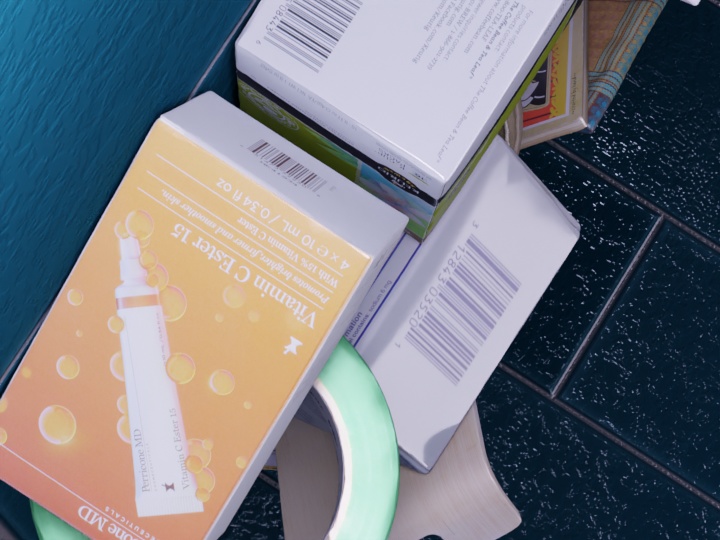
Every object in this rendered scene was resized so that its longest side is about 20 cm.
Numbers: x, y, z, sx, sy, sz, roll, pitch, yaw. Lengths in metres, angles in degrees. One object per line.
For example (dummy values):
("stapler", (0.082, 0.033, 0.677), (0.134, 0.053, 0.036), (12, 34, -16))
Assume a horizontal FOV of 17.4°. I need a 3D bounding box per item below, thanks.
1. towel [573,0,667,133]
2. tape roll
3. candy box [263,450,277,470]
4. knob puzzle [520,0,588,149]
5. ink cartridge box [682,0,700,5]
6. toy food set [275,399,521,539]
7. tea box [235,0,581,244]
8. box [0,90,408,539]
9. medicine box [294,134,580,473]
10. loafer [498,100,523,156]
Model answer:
("towel", (0.145, -0.182, 1.631), (0.201, 0.146, 0.022), (-59, 135, -24))
("tape roll", (-0.078, 0.109, 1.266), (0.201, 0.200, 0.048), (-57, 177, -11))
("candy box", (-0.018, 0.043, 1.678), (0.116, 0.056, 0.202), (7, 83, -55))
("knob puzzle", (0.061, -0.144, 1.620), (0.220, 0.219, 0.030), (-57, 134, -19))
("ink cartridge box", (0.152, -0.230, 1.418), (0.200, 0.116, 0.067), (31, -94, 49))
("toy food set", (0.022, 0.105, 1.456), (0.143, 0.060, 0.201), (-30, -139, 20))
("tea box", (0.039, -0.144, 1.260), (0.201, 0.133, 0.197), (-57, 176, -9))
("box", (-0.083, 0.033, 1.157), (0.201, 0.124, 0.097), (-59, 176, 16))
("medicine box", (0.000, 0.000, 1.435), (0.199, 0.103, 0.183), (19, -108, 49))
("loafer", (0.046, -0.128, 1.446), (0.068, 0.075, 0.201), (-60, 139, -44))
